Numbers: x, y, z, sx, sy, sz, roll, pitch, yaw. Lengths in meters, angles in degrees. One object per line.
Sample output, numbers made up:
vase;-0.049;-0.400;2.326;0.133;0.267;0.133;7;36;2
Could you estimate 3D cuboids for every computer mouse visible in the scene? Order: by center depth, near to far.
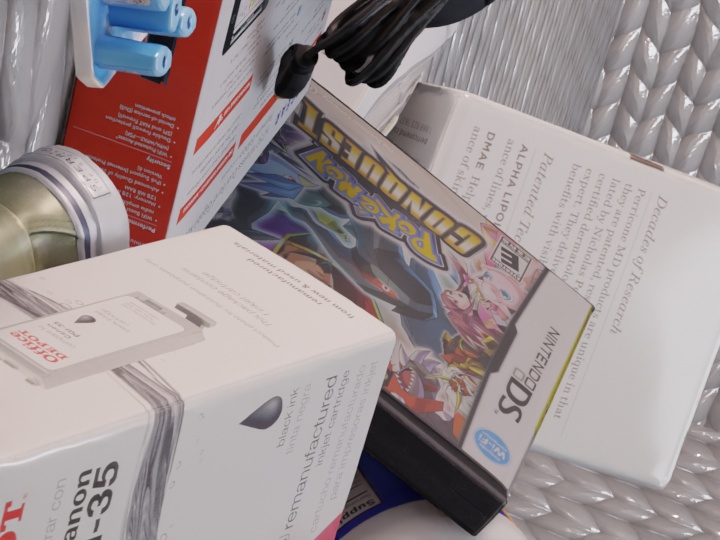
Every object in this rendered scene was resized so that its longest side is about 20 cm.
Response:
computer mouse;0.022;-0.106;1.107;0.140;0.046;0.200;-40;-170;-7

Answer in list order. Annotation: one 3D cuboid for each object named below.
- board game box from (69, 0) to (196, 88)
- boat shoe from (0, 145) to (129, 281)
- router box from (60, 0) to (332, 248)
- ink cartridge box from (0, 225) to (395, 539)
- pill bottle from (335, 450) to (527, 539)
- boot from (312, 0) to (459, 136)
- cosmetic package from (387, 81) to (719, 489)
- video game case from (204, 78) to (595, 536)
board game box;-0.043;-0.184;0.834;0.200;0.026;0.200;-59;152;-54
boat shoe;-0.127;0.047;0.939;0.062;0.072;0.200;-28;140;-42
router box;-0.050;-0.115;1.068;0.200;0.049;0.180;-57;166;-59
ink cartridge box;-0.094;0.081;0.862;0.200;0.083;0.147;-16;130;-52
pill bottle;0.015;0.132;1.184;0.200;0.112;0.112;50;-55;59
boot;-0.013;-0.087;1.389;0.200;0.073;0.096;-48;165;-49
cosmetic package;0.073;-0.001;1.491;0.165;0.200;0.165;27;-82;63
video game case;0.000;0.000;1.182;0.026;0.200;0.181;-49;-176;31
